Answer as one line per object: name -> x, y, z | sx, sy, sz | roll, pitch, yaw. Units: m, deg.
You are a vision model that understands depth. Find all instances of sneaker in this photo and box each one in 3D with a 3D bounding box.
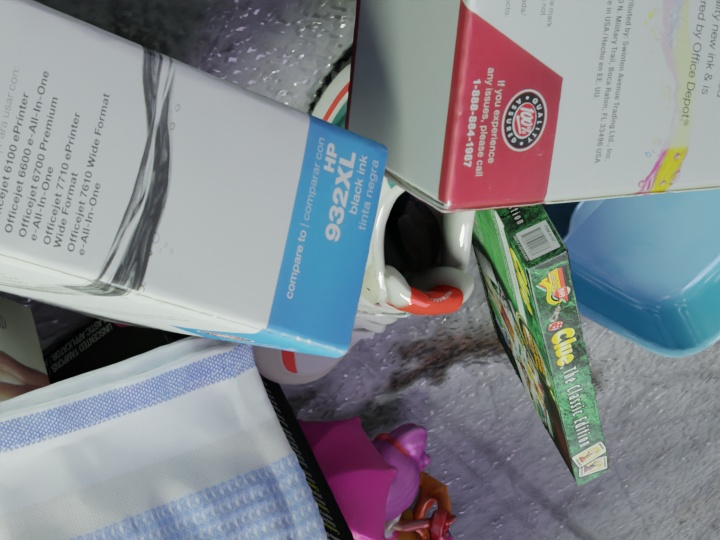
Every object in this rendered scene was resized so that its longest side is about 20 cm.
sneaker -> 0.000, 0.000, 0.849 | 0.070, 0.094, 0.200 | -3, 138, -31

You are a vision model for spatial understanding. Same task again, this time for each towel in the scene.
towel -> -0.061, 0.126, 0.722 | 0.147, 0.201, 0.024 | -16, 170, -43

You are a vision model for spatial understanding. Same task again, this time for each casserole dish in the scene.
casserole dish -> 0.158, -0.023, 0.965 | 0.121, 0.039, 0.200 | -46, 142, 15

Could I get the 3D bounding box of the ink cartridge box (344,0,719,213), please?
ink cartridge box -> 0.104, -0.109, 0.747 | 0.199, 0.083, 0.146 | -5, 112, -29

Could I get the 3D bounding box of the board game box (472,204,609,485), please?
board game box -> 0.078, 0.012, 0.908 | 0.023, 0.105, 0.200 | -22, 146, -2

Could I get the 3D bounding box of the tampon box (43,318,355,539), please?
tampon box -> -0.089, 0.142, 0.876 | 0.150, 0.200, 0.126 | -37, 144, 12

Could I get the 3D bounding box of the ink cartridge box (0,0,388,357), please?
ink cartridge box -> -0.112, -0.035, 0.676 | 0.200, 0.145, 0.084 | 19, 82, -46

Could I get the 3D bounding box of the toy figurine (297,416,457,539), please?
toy figurine -> 0.001, 0.150, 1.032 | 0.200, 0.150, 0.185 | -33, 142, -32

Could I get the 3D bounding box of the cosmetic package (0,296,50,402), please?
cosmetic package -> -0.157, 0.115, 0.750 | 0.087, 0.201, 0.103 | -19, 171, 9
